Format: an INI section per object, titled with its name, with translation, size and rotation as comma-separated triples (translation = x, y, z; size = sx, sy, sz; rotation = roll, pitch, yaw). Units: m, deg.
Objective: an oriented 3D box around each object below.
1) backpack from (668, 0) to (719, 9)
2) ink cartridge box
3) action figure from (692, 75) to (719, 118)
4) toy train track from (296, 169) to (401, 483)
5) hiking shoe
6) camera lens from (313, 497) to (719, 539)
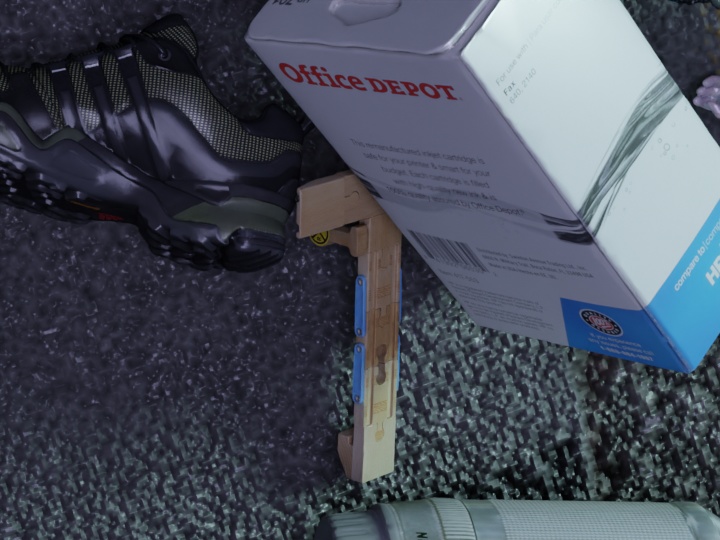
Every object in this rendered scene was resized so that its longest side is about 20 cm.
[backpack]
translation = 0.093, -0.217, 1.047
size = 0.190, 0.154, 0.201
rotation = 12, 90, -16
[ink cartridge box]
translation = 0.066, -0.057, 1.034
size = 0.086, 0.146, 0.200
rotation = -52, 125, -20
[action figure]
translation = 0.260, -0.074, 1.128
size = 0.148, 0.134, 0.200
rotation = -3, 134, -39
[toy train track]
translation = 0.000, 0.000, 1.124
size = 0.114, 0.032, 0.201
rotation = -17, 115, -45
[hiking shoe]
translation = -0.117, -0.073, 1.090
size = 0.199, 0.076, 0.101
rotation = 22, 74, -6
[camera lens]
translation = 0.080, 0.186, 1.107
size = 0.199, 0.160, 0.161
rotation = 2, 99, -8
